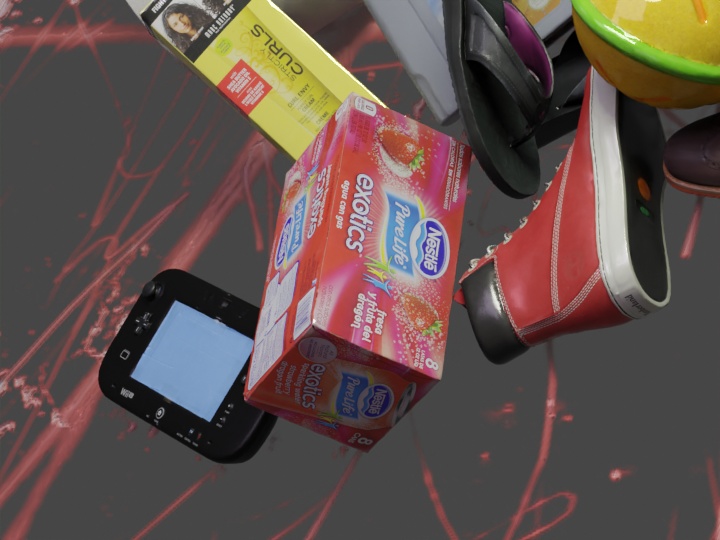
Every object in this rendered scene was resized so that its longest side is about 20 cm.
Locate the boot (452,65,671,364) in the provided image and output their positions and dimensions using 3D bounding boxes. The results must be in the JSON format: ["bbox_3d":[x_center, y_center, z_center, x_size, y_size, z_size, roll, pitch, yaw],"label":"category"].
[{"bbox_3d":[0.119,-0.039,1.666,0.144,0.072,0.201,-22,45,31],"label":"boot"}]

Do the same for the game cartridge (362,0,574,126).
[{"bbox_3d":[0.086,-0.202,1.780,0.200,0.133,0.041,-39,-6,39],"label":"game cartridge"}]

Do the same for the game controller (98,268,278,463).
[{"bbox_3d":[-0.109,0.065,1.810,0.104,0.042,0.200,-52,36,-10],"label":"game controller"}]

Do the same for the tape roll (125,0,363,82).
[{"bbox_3d":[-0.095,-0.257,1.976,0.139,0.203,0.203,-31,38,19],"label":"tape roll"}]

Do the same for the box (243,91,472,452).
[{"bbox_3d":[0.000,0.000,1.695,0.100,0.095,0.201,-48,25,45],"label":"box"}]

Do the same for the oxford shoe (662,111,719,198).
[{"bbox_3d":[0.259,-0.097,1.580,0.199,0.073,0.071,-16,45,34],"label":"oxford shoe"}]

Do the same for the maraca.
[{"bbox_3d":[0.200,-0.164,1.637,0.200,0.137,0.107,-44,-18,-57],"label":"maraca"}]

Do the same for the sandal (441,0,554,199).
[{"bbox_3d":[0.090,-0.147,1.710,0.048,0.075,0.202,-13,87,35],"label":"sandal"}]

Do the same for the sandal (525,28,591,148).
[{"bbox_3d":[0.155,-0.136,1.745,0.200,0.043,0.076,-32,38,18],"label":"sandal"}]

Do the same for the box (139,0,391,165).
[{"bbox_3d":[-0.057,-0.132,1.843,0.200,0.050,0.075,44,88,10],"label":"box"}]
